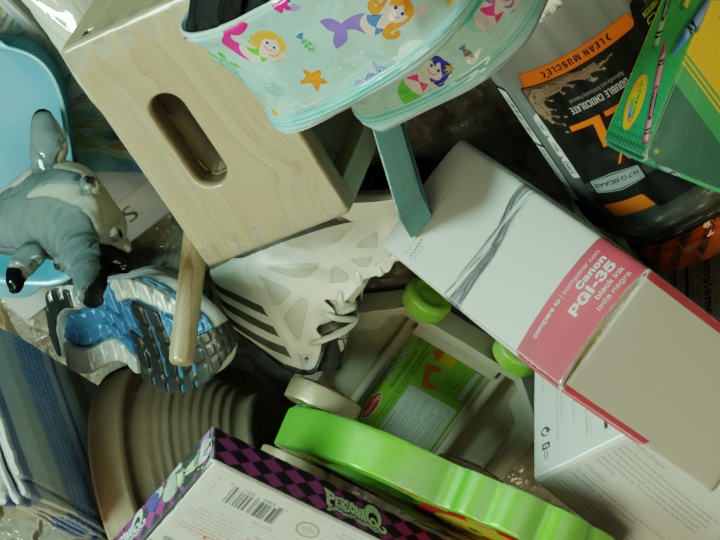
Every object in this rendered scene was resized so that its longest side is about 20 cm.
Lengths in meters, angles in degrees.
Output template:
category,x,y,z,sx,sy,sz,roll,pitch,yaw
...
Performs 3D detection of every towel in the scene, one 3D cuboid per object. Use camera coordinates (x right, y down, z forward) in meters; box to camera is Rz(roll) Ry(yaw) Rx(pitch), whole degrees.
category,x,y,z,sx,sy,sz,roll,pitch,yaw
towel,-0.188,0.112,1.492,0.024,0.147,0.200,-31,149,13

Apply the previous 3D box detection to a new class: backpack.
category,x,y,z,sx,sy,sz,roll,pitch,yaw
backpack,0.007,-0.159,1.189,0.177,0.200,0.151,-23,117,39

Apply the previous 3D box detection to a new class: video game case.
category,x,y,z,sx,sy,sz,roll,pitch,yaw
video game case,-0.228,-0.079,1.515,0.182,0.022,0.200,-35,109,32
video game case,-0.056,0.199,1.424,0.200,0.036,0.181,27,122,-23

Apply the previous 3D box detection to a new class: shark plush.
category,x,y,z,sx,sy,sz,roll,pitch,yaw
shark plush,-0.175,-0.010,1.388,0.083,0.200,0.091,-35,129,-5

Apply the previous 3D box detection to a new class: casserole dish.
category,x,y,z,sx,sy,sz,roll,pitch,yaw
casserole dish,-0.232,-0.074,1.483,0.121,0.039,0.201,5,125,12

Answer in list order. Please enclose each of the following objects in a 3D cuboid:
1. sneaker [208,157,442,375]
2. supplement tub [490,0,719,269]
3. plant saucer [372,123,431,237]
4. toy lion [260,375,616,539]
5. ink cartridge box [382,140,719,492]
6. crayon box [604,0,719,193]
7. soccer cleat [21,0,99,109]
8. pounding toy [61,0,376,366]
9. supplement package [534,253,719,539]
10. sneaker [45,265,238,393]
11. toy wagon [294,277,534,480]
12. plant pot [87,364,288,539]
category,x,y,z,sx,sy,sz,roll,pitch,yaw
sneaker,0.000,0.000,1.456,0.200,0.076,0.116,-9,104,27
supplement tub,0.148,-0.106,1.328,0.122,0.123,0.200,-24,115,29
plant saucer,0.004,-0.120,1.330,0.019,0.070,0.201,-18,78,4
toy lion,0.060,0.141,1.433,0.200,0.069,0.192,30,169,-29
ink cartridge box,0.124,0.022,1.329,0.146,0.200,0.083,33,95,-38
crayon box,0.225,-0.135,1.249,0.118,0.058,0.201,19,96,-21
soccer cleat,-0.184,-0.181,1.408,0.077,0.069,0.200,-10,114,28
pounding toy,-0.077,-0.089,1.364,0.142,0.184,0.200,-20,117,27
supplement package,0.218,0.072,1.421,0.200,0.120,0.121,-29,127,31
sneaker,-0.122,0.025,1.484,0.200,0.086,0.075,9,116,56
toy wagon,0.020,0.069,1.540,0.200,0.040,0.155,31,126,-6
plant pot,-0.086,0.143,1.525,0.092,0.201,0.201,-21,117,19
